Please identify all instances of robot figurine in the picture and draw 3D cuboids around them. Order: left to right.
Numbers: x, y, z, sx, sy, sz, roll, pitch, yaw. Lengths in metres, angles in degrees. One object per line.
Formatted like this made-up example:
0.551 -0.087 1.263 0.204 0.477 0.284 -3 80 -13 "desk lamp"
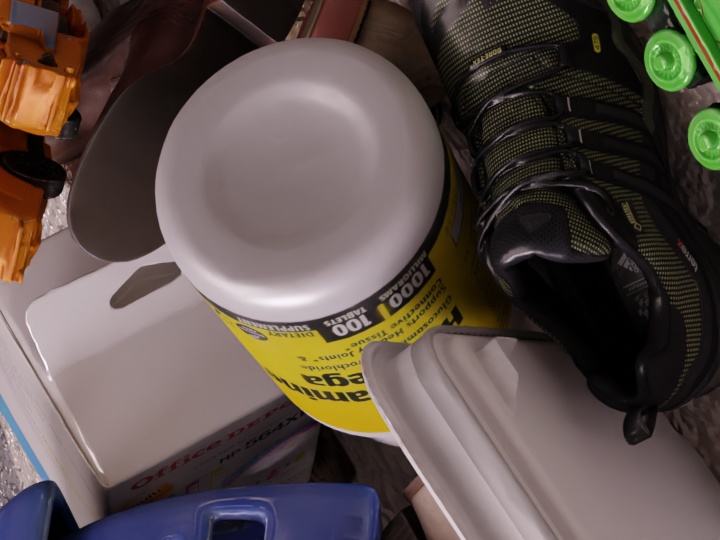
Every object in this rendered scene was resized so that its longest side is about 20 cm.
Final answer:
-0.160 -0.083 0.995 0.200 0.058 0.146 -112 38 -64 "robot figurine"

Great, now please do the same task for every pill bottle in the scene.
0.000 0.000 0.895 0.113 0.112 0.200 48 177 28 "pill bottle"

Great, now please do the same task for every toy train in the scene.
0.119 -0.102 0.781 0.056 0.042 0.201 -39 76 47 "toy train"

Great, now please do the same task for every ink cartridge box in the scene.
-0.101 0.052 1.089 0.126 0.128 0.200 56 163 17 "ink cartridge box"

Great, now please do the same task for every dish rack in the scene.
0.095 0.086 0.824 0.043 0.200 0.172 -42 69 19 "dish rack"

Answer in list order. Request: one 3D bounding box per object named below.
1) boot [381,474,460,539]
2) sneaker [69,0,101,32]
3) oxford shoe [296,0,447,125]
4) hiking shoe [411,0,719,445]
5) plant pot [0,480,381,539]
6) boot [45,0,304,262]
0.079 0.146 0.978 0.147 0.070 0.200 54 152 15 "boot"
-0.199 -0.128 1.240 0.200 0.075 0.089 -38 64 52 "sneaker"
-0.006 -0.061 0.972 0.074 0.071 0.200 22 164 -5 "oxford shoe"
0.076 -0.037 0.813 0.075 0.101 0.201 -31 88 25 "hiking shoe"
-0.085 0.209 1.004 0.200 0.178 0.202 87 -171 -66 "plant pot"
-0.120 -0.069 1.056 0.064 0.187 0.199 44 152 -21 "boot"
